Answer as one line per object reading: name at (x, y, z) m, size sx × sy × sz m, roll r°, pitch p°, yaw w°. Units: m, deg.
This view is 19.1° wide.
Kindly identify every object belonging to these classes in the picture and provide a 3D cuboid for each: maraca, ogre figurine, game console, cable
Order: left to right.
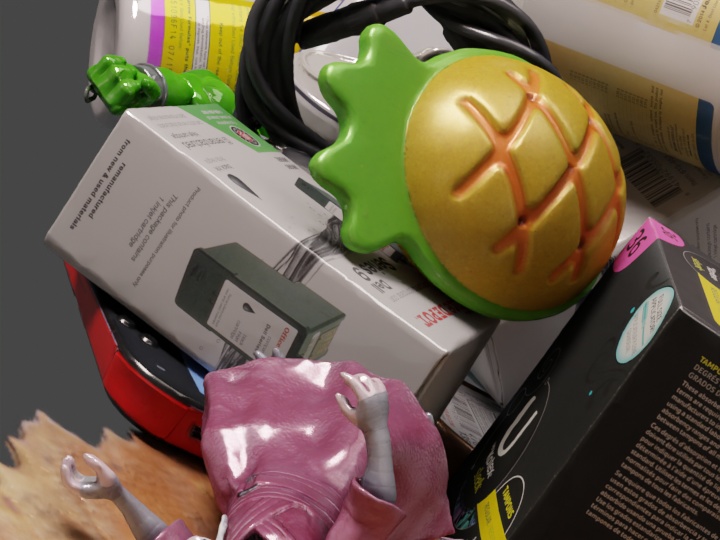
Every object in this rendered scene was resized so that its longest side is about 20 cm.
ogre figurine at (-0.071, -0.050, 1.262) m, size 0.199 × 0.099 × 0.120 m, roll 31°, pitch 22°, yaw 5°
game console at (-0.055, 0.058, 1.098) m, size 0.199 × 0.031 × 0.177 m, roll 29°, pitch 17°, yaw -28°
cable at (0.030, -0.092, 1.172) m, size 0.198 × 0.165 × 0.051 m, roll 17°, pitch 24°, yaw 2°
maraca at (0.056, -0.049, 1.077) m, size 0.199 × 0.139 × 0.107 m, roll 17°, pitch -22°, yaw -36°

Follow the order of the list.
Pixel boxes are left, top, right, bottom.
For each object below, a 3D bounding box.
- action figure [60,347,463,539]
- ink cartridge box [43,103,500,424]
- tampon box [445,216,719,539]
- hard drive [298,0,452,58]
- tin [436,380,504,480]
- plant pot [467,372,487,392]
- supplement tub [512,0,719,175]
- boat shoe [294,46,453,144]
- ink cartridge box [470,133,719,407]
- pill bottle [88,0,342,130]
action figure at (-0.037, 0.114, 0.913) m, size 0.200 × 0.133 × 0.150 m, roll -66°, pitch 145°, yaw -62°
ink cartridge box at (-0.039, 0.007, 1.085) m, size 0.199 × 0.084 × 0.146 m, roll 37°, pitch 13°, yaw 8°
tampon box at (0.140, 0.103, 1.064) m, size 0.126 × 0.201 × 0.150 m, roll 33°, pitch 15°, yaw -9°
hard drive at (0.049, -0.145, 1.374) m, size 0.025 × 0.200 × 0.132 m, roll -9°, pitch -55°, yaw 49°
tin at (0.097, 0.121, 1.234) m, size 0.199 × 0.042 × 0.112 m, roll 29°, pitch 21°, yaw -24°
plant pot at (0.150, -0.021, 1.459) m, size 0.196 × 0.201 × 0.195 m, roll 40°, pitch 16°, yaw 18°
supplement tub at (0.167, -0.147, 1.223) m, size 0.199 × 0.146 × 0.144 m, roll 25°, pitch 9°, yaw 27°
boat shoe at (0.042, -0.094, 1.233) m, size 0.199 × 0.066 × 0.072 m, roll 26°, pitch 36°, yaw 21°
ink cartridge box at (0.122, -0.033, 1.288) m, size 0.145 × 0.199 × 0.085 m, roll 50°, pitch -18°, yaw 38°
pill bottle at (-0.069, -0.131, 1.378) m, size 0.198 × 0.105 × 0.104 m, roll 6°, pitch 25°, yaw -19°
